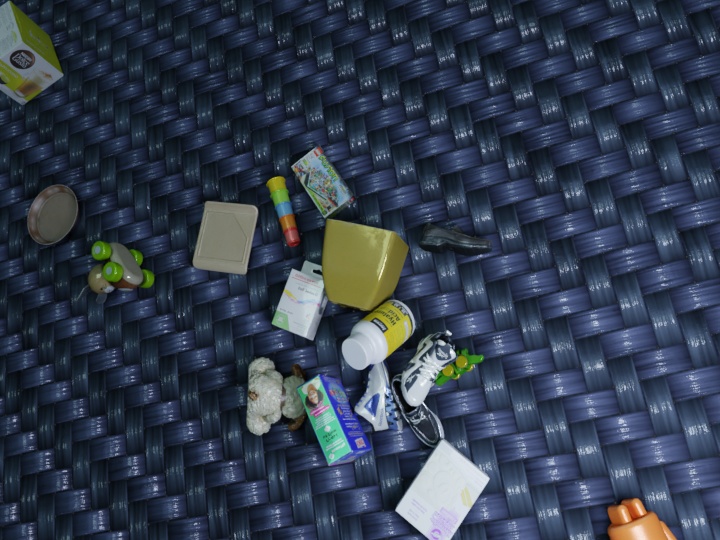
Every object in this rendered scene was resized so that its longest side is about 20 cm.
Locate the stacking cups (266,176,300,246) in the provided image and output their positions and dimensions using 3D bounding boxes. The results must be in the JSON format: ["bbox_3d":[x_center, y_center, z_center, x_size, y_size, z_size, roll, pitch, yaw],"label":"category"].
[{"bbox_3d":[-0.222,-0.170,1.783,0.059,0.061,0.206,-20,71,9],"label":"stacking cups"}]

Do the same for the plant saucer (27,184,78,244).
[{"bbox_3d":[-1.004,-0.180,2.022,0.193,0.034,0.207,-4,75,14],"label":"plant saucer"}]

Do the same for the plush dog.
[{"bbox_3d":[-0.213,0.329,1.620,0.166,0.161,0.207,3,76,-11],"label":"plush dog"}]

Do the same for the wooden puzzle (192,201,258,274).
[{"bbox_3d":[-0.400,-0.098,1.832,0.179,0.037,0.207,6,82,17],"label":"wooden puzzle"}]

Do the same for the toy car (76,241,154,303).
[{"bbox_3d":[-0.753,0.034,1.835,0.200,0.164,0.159,-43,68,11],"label":"toy car"}]

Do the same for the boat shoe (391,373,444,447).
[{"bbox_3d":[0.139,0.352,1.527,0.071,0.068,0.204,-31,82,11],"label":"boat shoe"}]

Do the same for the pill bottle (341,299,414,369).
[{"bbox_3d":[0.043,0.164,1.540,0.109,0.198,0.115,19,124,32],"label":"pill bottle"}]

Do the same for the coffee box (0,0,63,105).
[{"bbox_3d":[-1.197,-0.753,2.138,0.194,0.200,0.204,-30,69,5],"label":"coffee box"}]

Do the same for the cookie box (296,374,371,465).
[{"bbox_3d":[-0.065,0.374,1.539,0.074,0.171,0.204,-30,69,8],"label":"cookie box"}]

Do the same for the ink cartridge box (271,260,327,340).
[{"bbox_3d":[-0.153,0.074,1.696,0.114,0.067,0.206,17,81,19],"label":"ink cartridge box"}]

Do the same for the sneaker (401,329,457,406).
[{"bbox_3d":[0.174,0.227,1.495,0.079,0.130,0.201,38,53,-3],"label":"sneaker"}]

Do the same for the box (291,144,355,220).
[{"bbox_3d":[-0.108,-0.255,1.788,0.109,0.035,0.202,-36,69,4],"label":"box"}]

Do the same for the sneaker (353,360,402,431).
[{"bbox_3d":[0.030,0.320,1.574,0.112,0.081,0.206,-16,73,8],"label":"sneaker"}]

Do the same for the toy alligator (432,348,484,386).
[{"bbox_3d":[0.219,0.249,1.551,0.197,0.059,0.055,-35,58,18],"label":"toy alligator"}]

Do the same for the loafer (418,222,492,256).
[{"bbox_3d":[0.253,-0.086,1.624,0.193,0.073,0.075,8,73,16],"label":"loafer"}]

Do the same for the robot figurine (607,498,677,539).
[{"bbox_3d":[0.609,0.600,1.318,0.116,0.142,0.205,-34,66,36],"label":"robot figurine"}]

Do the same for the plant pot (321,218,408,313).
[{"bbox_3d":[0.000,0.000,1.614,0.190,0.194,0.207,12,84,18],"label":"plant pot"}]

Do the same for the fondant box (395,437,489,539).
[{"bbox_3d":[0.196,0.532,1.472,0.143,0.058,0.202,35,88,11],"label":"fondant box"}]
